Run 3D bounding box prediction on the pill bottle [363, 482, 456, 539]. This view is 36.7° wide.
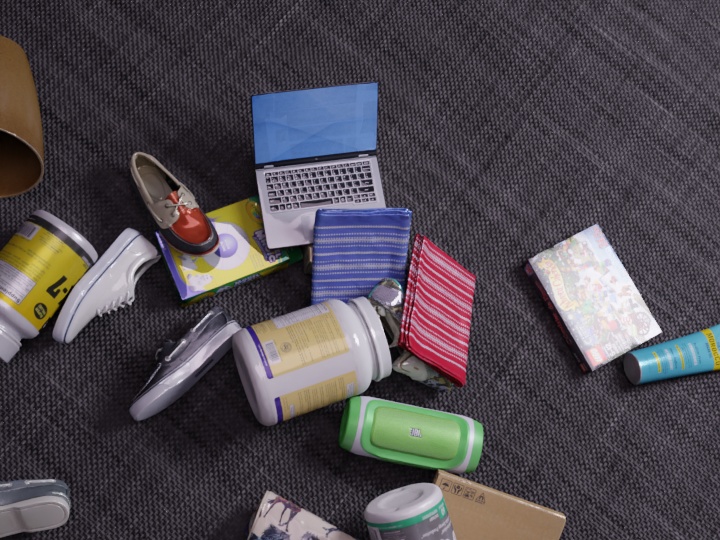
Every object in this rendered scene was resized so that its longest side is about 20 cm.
[{"bbox_3d":[0.085,0.405,1.488,0.113,0.113,0.200,-19,96,-14],"label":"pill bottle"}]

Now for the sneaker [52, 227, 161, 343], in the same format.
[{"bbox_3d":[-0.365,0.030,1.570,0.071,0.073,0.200,33,72,4],"label":"sneaker"}]

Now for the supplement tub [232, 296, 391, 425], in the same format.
[{"bbox_3d":[-0.070,0.126,1.554,0.200,0.145,0.146,-18,78,-14],"label":"supplement tub"}]

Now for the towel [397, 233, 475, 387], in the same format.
[{"bbox_3d":[0.119,0.059,1.608,0.145,0.022,0.200,36,49,-35],"label":"towel"}]

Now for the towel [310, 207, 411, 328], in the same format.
[{"bbox_3d":[0.000,0.000,1.601,0.144,0.024,0.200,-1,115,-10],"label":"towel"}]

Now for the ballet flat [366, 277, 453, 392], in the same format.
[{"bbox_3d":[0.064,0.109,1.601,0.072,0.072,0.201,-33,103,-16],"label":"ballet flat"}]

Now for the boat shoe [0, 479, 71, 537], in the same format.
[{"bbox_3d":[-0.497,0.322,1.485,0.199,0.073,0.062,-4,32,-4],"label":"boat shoe"}]

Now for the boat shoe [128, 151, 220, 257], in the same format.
[{"bbox_3d":[-0.276,-0.097,1.590,0.071,0.063,0.200,-30,58,-22],"label":"boat shoe"}]

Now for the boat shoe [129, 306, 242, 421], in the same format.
[{"bbox_3d":[-0.263,0.131,1.560,0.200,0.072,0.068,-43,77,-13],"label":"boat shoe"}]

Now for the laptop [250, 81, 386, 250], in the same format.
[{"bbox_3d":[-0.055,-0.150,1.574,0.187,0.116,0.200,-8,76,-10],"label":"laptop"}]

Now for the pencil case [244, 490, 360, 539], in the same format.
[{"bbox_3d":[-0.066,0.392,1.516,0.200,0.078,0.090,28,82,-1],"label":"pencil case"}]

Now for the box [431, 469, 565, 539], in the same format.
[{"bbox_3d":[0.175,0.395,1.558,0.200,0.021,0.164,20,93,-5],"label":"box"}]

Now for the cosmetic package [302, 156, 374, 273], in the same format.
[{"bbox_3d":[-0.040,-0.100,1.661,0.103,0.073,0.200,-3,76,-10],"label":"cosmetic package"}]

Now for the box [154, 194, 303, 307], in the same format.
[{"bbox_3d":[-0.195,-0.035,1.631,0.200,0.048,0.118,-21,78,-16],"label":"box"}]

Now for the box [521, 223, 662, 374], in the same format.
[{"bbox_3d":[0.363,0.044,1.704,0.136,0.038,0.200,-27,80,-15],"label":"box"}]

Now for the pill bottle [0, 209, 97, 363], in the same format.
[{"bbox_3d":[-0.475,0.024,1.532,0.114,0.114,0.200,34,73,1],"label":"pill bottle"}]

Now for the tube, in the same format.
[{"bbox_3d":[0.512,0.134,1.704,0.200,0.050,0.078,-11,84,-18],"label":"tube"}]

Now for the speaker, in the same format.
[{"bbox_3d":[0.073,0.240,1.578,0.200,0.088,0.089,12,73,-6],"label":"speaker"}]

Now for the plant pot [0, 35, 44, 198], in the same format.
[{"bbox_3d":[-0.543,-0.238,1.574,0.186,0.186,0.200,4,60,-8],"label":"plant pot"}]
